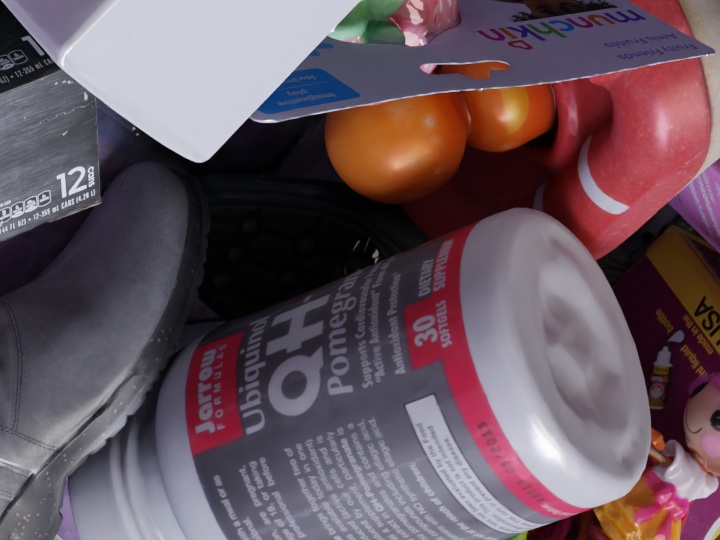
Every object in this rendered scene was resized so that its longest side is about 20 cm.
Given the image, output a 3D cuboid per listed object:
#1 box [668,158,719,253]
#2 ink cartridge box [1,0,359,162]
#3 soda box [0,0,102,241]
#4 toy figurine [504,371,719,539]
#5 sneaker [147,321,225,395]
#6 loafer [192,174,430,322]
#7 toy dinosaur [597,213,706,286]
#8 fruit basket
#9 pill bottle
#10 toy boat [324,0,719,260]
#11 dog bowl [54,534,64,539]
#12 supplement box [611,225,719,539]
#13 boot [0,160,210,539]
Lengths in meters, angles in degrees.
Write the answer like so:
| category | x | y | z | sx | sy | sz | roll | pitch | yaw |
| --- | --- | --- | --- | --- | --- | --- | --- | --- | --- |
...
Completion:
| category | x | y | z | sx | sy | sz | roll | pitch | yaw |
| --- | --- | --- | --- | --- | --- | --- | --- | --- | --- |
| box | 0.200 | -0.085 | 1.155 | 0.176 | 0.200 | 0.097 | -38 | 143 | -6 |
| ink cartridge box | -0.070 | -0.154 | 0.829 | 0.146 | 0.200 | 0.084 | -45 | 148 | 5 |
| soda box | -0.187 | -0.030 | 0.960 | 0.200 | 0.063 | 0.071 | -24 | 140 | -25 |
| toy figurine | 0.126 | 0.095 | 1.106 | 0.184 | 0.200 | 0.150 | -40 | 120 | 7 |
| sneaker | 0.006 | 0.063 | 1.209 | 0.200 | 0.099 | 0.071 | -8 | 130 | -41 |
| loafer | 0.000 | 0.000 | 1.166 | 0.200 | 0.070 | 0.068 | 16 | 112 | -36 |
| toy dinosaur | 0.109 | 0.014 | 1.276 | 0.102 | 0.077 | 0.200 | -50 | 152 | -15 |
| fruit basket | -0.014 | -0.107 | 0.932 | 0.185 | 0.200 | 0.094 | -10 | 119 | -36 |
| pill bottle | -0.004 | 0.060 | 1.057 | 0.200 | 0.111 | 0.111 | -22 | 153 | 26 |
| toy boat | 0.046 | -0.063 | 1.061 | 0.130 | 0.131 | 0.200 | -21 | 169 | -21 |
| dog bowl | -0.186 | 0.176 | 1.110 | 0.200 | 0.059 | 0.201 | -6 | 101 | -30 |
| supplement box | 0.127 | 0.097 | 1.248 | 0.200 | 0.103 | 0.131 | -48 | 140 | 18 |
| boot | -0.146 | 0.023 | 1.042 | 0.132 | 0.070 | 0.200 | 36 | 72 | -28 |
